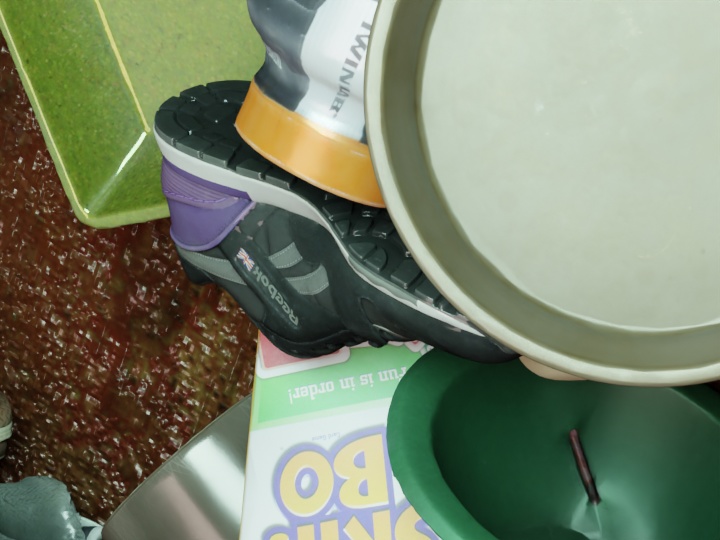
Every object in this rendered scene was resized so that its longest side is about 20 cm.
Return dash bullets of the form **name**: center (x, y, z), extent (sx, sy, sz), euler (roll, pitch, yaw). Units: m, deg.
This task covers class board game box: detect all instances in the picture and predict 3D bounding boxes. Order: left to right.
- **board game box**: center (0.001, 0.079, 1.221), extent (0.095, 0.030, 0.201), euler (4, 83, 8)

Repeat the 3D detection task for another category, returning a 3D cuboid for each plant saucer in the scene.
- **plant saucer**: center (-0.064, -0.128, 1.224), extent (0.200, 0.048, 0.200), euler (-9, 109, 36)
- **plant saucer**: center (0.101, -0.061, 1.024), extent (0.199, 0.029, 0.201), euler (1, 95, 6)

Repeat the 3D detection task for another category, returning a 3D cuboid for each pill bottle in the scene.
- **pill bottle**: center (0.025, -0.125, 1.091), extent (0.106, 0.106, 0.200), euler (29, 104, 16)

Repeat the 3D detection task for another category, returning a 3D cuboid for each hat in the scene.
- **hat**: center (0.084, 0.147, 1.208), extent (0.200, 0.166, 0.176), euler (34, 132, 19)

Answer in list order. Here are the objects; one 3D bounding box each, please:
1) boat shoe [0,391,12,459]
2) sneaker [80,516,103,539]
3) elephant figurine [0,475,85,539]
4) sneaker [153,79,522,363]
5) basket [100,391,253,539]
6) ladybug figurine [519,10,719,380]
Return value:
- **boat shoe**: center (-0.245, 0.080, 1.430), extent (0.202, 0.075, 0.075), euler (11, 103, 39)
- **sneaker**: center (-0.162, 0.152, 1.431), extent (0.200, 0.076, 0.081), euler (5, 104, 26)
- **elephant figurine**: center (-0.193, 0.144, 1.348), extent (0.200, 0.155, 0.142), euler (54, 174, 35)
- **sneaker**: center (0.000, 0.000, 1.167), extent (0.200, 0.076, 0.088), euler (32, 135, 39)
- **basket**: center (-0.009, 0.155, 1.286), extent (0.180, 0.136, 0.200), euler (-42, 82, 6)
- **ladybug figurine**: center (0.116, -0.037, 1.120), extent (0.072, 0.136, 0.200), euler (11, 137, -16)
